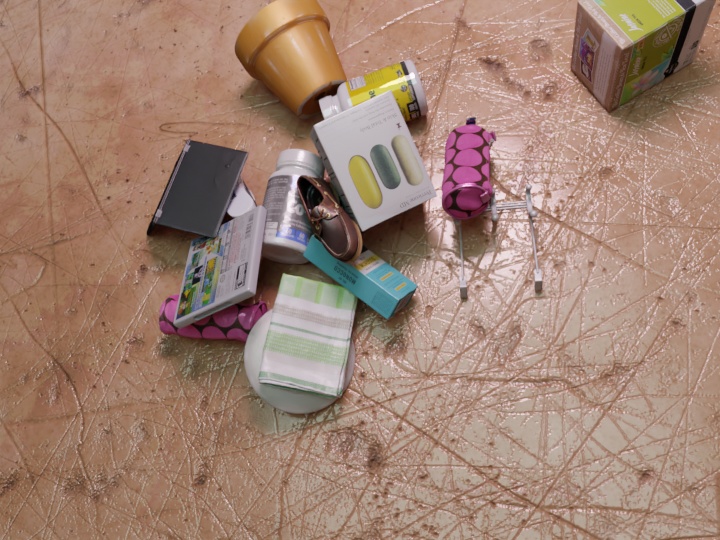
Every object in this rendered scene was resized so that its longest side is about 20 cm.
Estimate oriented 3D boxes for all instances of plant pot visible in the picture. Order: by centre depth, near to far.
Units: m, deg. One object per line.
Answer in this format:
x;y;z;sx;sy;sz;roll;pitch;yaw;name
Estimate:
-0.123;-0.420;1.429;0.200;0.200;0.183;-33;82;-1;plant pot

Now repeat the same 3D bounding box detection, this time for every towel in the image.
-0.088;0.113;1.233;0.149;0.031;0.200;13;73;-9;towel

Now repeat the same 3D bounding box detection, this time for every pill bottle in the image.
-0.131;-0.123;1.348;0.114;0.114;0.200;5;72;14;pill bottle
0.025;-0.332;1.393;0.200;0.112;0.113;-19;67;6;pill bottle

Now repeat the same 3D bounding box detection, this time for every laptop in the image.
-0.331;-0.152;1.411;0.116;0.200;0.188;24;73;-18;laptop

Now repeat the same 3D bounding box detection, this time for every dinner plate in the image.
-0.105;0.152;1.247;0.200;0.024;0.201;3;74;-12;dinner plate

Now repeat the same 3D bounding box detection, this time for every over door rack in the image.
0.246;-0.059;1.266;0.147;0.067;0.200;-5;69;12;over door rack

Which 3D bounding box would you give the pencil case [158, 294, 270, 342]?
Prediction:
-0.271;0.090;1.318;0.200;0.094;0.091;6;116;14;pencil case

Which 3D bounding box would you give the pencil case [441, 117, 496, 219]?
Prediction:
0.196;-0.182;1.266;0.094;0.091;0.200;-3;46;14;pencil case

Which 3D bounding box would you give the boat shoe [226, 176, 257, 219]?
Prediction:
-0.246;-0.143;1.408;0.072;0.068;0.200;-35;44;-6;boat shoe

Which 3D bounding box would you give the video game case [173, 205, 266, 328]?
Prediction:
-0.252;-0.008;1.271;0.182;0.022;0.200;-23;45;27;video game case

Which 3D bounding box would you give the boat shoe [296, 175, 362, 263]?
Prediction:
-0.062;-0.093;1.234;0.070;0.070;0.200;-46;47;18;boat shoe

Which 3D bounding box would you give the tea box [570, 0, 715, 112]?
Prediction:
0.504;-0.431;1.275;0.197;0.200;0.134;-31;67;1;tea box

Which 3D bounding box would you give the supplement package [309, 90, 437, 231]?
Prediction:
0.020;-0.193;1.273;0.152;0.151;0.200;-25;97;-4;supplement package

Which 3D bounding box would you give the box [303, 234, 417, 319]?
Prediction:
0.000;0.000;1.274;0.200;0.082;0.049;36;122;15;box

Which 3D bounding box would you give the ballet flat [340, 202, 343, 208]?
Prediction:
-0.017;-0.172;1.371;0.066;0.057;0.200;28;82;18;ballet flat
